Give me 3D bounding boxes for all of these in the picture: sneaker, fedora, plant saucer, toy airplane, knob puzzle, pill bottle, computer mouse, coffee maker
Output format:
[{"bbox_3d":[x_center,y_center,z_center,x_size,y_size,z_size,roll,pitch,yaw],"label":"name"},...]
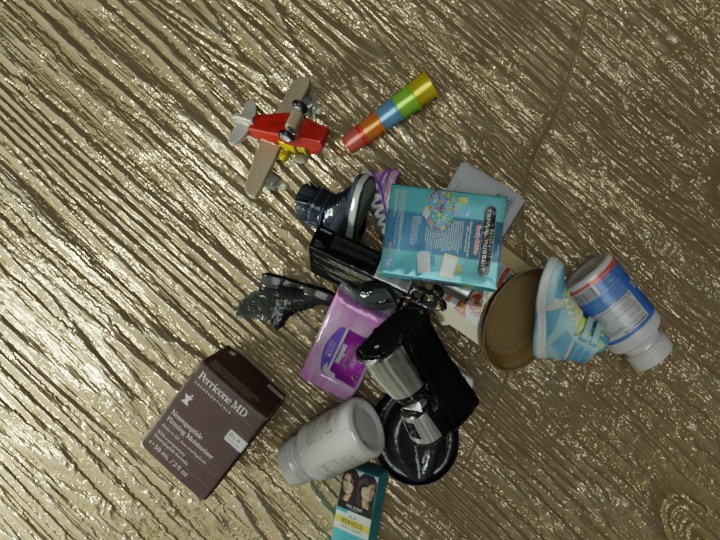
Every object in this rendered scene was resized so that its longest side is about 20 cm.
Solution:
[{"bbox_3d":[0.068,-0.106,1.180,0.086,0.080,0.205,-19,91,-3],"label":"sneaker"},{"bbox_3d":[-0.145,0.070,1.219,0.195,0.060,0.107,16,93,10],"label":"sneaker"},{"bbox_3d":[-0.052,-0.131,1.139,0.144,0.204,0.077,33,59,8],"label":"sneaker"},{"bbox_3d":[0.103,0.326,1.186,0.194,0.092,0.207,0,93,7],"label":"fedora"},{"bbox_3d":[0.373,0.074,1.079,0.128,0.080,0.205,11,125,26],"label":"sneaker"},{"bbox_3d":[0.291,0.087,1.142,0.196,0.035,0.206,-12,114,-28],"label":"plant saucer"},{"bbox_3d":[-0.151,-0.252,1.176,0.198,0.141,0.202,-34,52,15],"label":"toy airplane"},{"bbox_3d":[0.210,0.020,1.189,0.213,0.030,0.227,-1,83,7],"label":"knob puzzle"},{"bbox_3d":[-0.060,0.333,1.178,0.198,0.114,0.116,-32,89,25],"label":"pill bottle"},{"bbox_3d":[0.061,0.052,1.044,0.034,0.197,0.059,-47,122,-31],"label":"computer mouse"},{"bbox_3d":[0.470,0.079,1.126,0.112,0.112,0.201,-39,90,6],"label":"pill bottle"},{"bbox_3d":[0.119,0.171,1.074,0.190,0.135,0.202,-34,106,3],"label":"coffee maker"}]

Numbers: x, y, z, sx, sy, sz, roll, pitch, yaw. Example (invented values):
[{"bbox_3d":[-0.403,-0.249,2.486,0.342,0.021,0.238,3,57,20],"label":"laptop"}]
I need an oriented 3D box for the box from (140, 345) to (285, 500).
[{"bbox_3d":[-0.277,0.285,1.189,0.165,0.164,0.201,39,96,3],"label":"box"}]

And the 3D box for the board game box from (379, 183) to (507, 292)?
[{"bbox_3d":[0.138,-0.054,1.036,0.194,0.047,0.156,8,83,9],"label":"board game box"}]

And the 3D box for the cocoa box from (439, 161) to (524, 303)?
[{"bbox_3d":[0.188,-0.064,1.121,0.132,0.131,0.203,31,87,11],"label":"cocoa box"}]

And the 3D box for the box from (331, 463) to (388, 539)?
[{"bbox_3d":[-0.005,0.486,1.217,0.080,0.049,0.206,11,95,26],"label":"box"}]

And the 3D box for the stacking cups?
[{"bbox_3d":[0.052,-0.297,1.175,0.197,0.060,0.061,-34,89,6],"label":"stacking cups"}]

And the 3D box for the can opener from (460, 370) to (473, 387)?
[{"bbox_3d":[0.133,0.189,1.189,0.197,0.067,0.054,32,95,-3],"label":"can opener"}]

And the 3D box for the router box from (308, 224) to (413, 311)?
[{"bbox_3d":[0.000,0.000,1.150,0.196,0.150,0.052,25,73,4],"label":"router box"}]

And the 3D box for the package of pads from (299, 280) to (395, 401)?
[{"bbox_3d":[-0.025,0.136,1.175,0.118,0.076,0.203,26,112,0],"label":"package of pads"}]
